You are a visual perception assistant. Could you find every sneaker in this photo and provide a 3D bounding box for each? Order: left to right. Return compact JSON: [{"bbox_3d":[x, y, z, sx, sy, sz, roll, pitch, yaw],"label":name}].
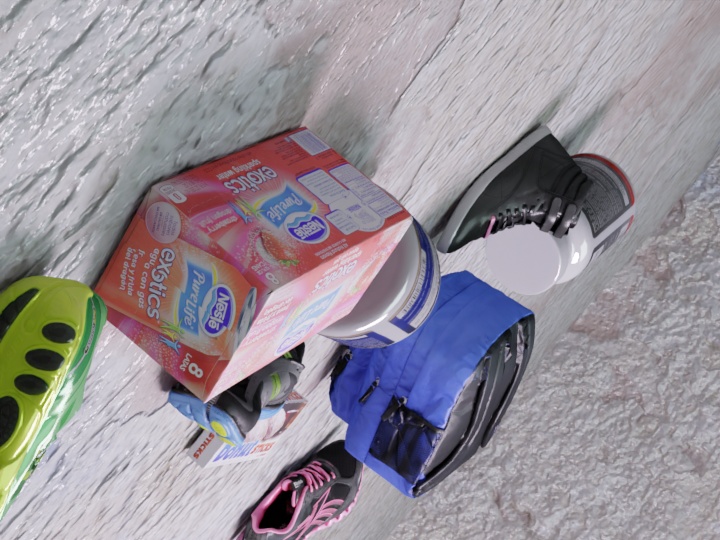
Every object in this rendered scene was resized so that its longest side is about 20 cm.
[{"bbox_3d":[-0.197,0.092,0.979,0.200,0.074,0.083,-55,163,16],"label":"sneaker"},{"bbox_3d":[-0.091,0.082,1.373,0.083,0.071,0.200,-59,171,13],"label":"sneaker"},{"bbox_3d":[-0.064,0.254,1.984,0.200,0.079,0.096,-45,155,-33],"label":"sneaker"},{"bbox_3d":[0.167,-0.062,1.805,0.200,0.099,0.071,-42,167,-32],"label":"sneaker"}]

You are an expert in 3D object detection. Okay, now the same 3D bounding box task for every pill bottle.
[{"bbox_3d":[0.000,0.000,1.334,0.116,0.116,0.200,-51,168,0],"label":"pill bottle"},{"bbox_3d":[0.231,-0.053,2.027,0.200,0.116,0.116,-35,160,-51],"label":"pill bottle"}]

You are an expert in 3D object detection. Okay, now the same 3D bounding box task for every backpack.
[{"bbox_3d":[0.070,0.098,1.755,0.162,0.167,0.201,-39,159,-54],"label":"backpack"}]

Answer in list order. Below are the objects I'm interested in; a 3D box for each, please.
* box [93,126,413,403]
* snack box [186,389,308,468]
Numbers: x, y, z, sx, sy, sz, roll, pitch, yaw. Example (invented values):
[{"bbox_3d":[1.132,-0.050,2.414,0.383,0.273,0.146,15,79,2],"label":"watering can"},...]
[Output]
[{"bbox_3d":[-0.064,-0.009,1.107,0.095,0.102,0.200,-57,167,27],"label":"box"},{"bbox_3d":[-0.100,0.142,1.601,0.072,0.024,0.200,-51,168,6],"label":"snack box"}]
